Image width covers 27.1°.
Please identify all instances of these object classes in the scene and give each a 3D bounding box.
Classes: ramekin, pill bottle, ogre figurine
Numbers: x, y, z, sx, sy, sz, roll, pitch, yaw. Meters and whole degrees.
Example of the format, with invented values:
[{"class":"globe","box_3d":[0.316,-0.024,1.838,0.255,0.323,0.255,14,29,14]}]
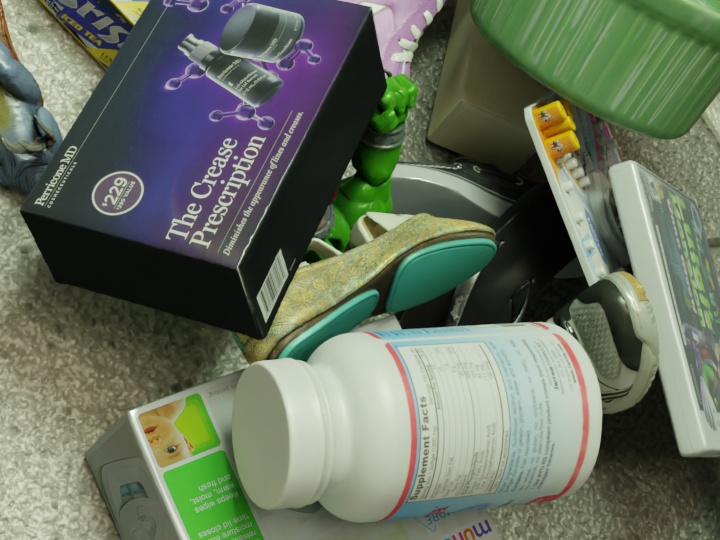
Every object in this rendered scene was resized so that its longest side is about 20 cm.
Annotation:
[{"class":"ramekin","box_3d":[0.173,-0.177,1.035,0.200,0.098,0.200,25,23,-12]},{"class":"pill bottle","box_3d":[0.032,0.088,0.868,0.200,0.109,0.109,-2,71,-27]},{"class":"ogre figurine","box_3d":[-0.047,-0.039,0.976,0.098,0.120,0.200,25,61,26]}]

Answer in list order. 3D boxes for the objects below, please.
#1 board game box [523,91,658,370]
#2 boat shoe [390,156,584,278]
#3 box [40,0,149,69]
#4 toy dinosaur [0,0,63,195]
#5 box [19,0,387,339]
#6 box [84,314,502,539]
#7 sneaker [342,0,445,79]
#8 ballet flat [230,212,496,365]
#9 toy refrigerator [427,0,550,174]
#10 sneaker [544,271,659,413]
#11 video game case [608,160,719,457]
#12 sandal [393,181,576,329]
[{"class":"board game box","box_3d":[0.185,-0.040,1.070,0.200,0.026,0.200,67,24,-6]},{"class":"boat shoe","box_3d":[0.089,-0.051,1.094,0.199,0.070,0.066,12,45,-18]},{"class":"box","box_3d":[-0.137,-0.161,1.019,0.200,0.070,0.064,46,57,-3]},{"class":"toy dinosaur","box_3d":[-0.207,-0.093,0.952,0.182,0.105,0.200,50,42,-24]},{"class":"box","box_3d":[-0.087,-0.075,0.888,0.141,0.079,0.200,13,58,19]},{"class":"box","box_3d":[-0.039,0.148,0.928,0.200,0.097,0.177,-18,76,-32]},{"class":"sneaker","box_3d":[0.035,-0.183,1.103,0.200,0.073,0.115,-24,85,-8]},{"class":"ballet flat","box_3d":[0.000,0.000,0.928,0.200,0.071,0.071,-27,83,-34]},{"class":"toy refrigerator","box_3d":[0.113,-0.181,1.156,0.076,0.070,0.200,21,60,-14]},{"class":"sneaker","box_3d":[0.122,0.072,0.977,0.087,0.200,0.076,-7,62,-24]},{"class":"video game case","box_3d":[0.233,0.033,1.057,0.182,0.023,0.201,15,60,-64]},{"class":"sandal","box_3d":[0.088,0.016,1.035,0.076,0.043,0.200,44,81,-22]}]
